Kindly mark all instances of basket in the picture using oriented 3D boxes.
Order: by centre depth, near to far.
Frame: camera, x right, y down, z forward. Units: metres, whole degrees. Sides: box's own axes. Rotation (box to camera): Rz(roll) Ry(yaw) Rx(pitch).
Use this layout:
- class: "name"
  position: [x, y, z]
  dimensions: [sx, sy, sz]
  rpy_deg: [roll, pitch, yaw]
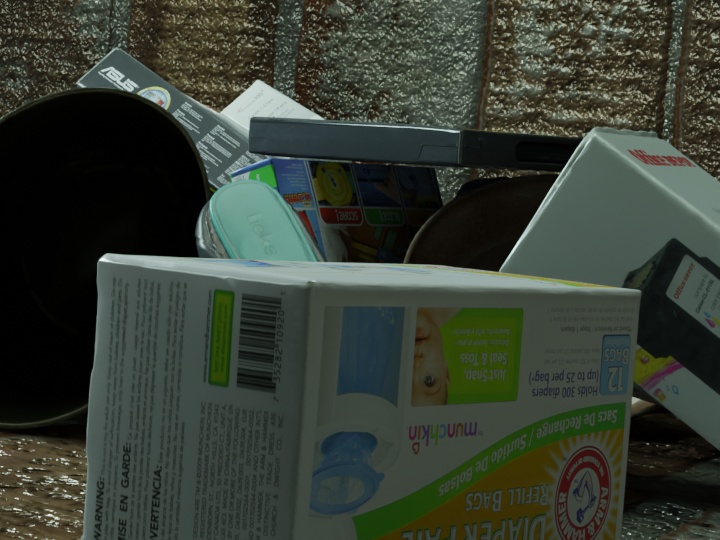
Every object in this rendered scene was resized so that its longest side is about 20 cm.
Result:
- class: "basket"
  position: [-0.142, -0.010, 1.107]
  dimensions: [0.136, 0.181, 0.200]
  rpy_deg: [39, 4, 2]

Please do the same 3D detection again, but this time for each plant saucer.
- class: "plant saucer"
  position: [0.122, 0.024, 1.256]
  dimensions: [0.198, 0.037, 0.202]
  rpy_deg: [2, 47, -2]

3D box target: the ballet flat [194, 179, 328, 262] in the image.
- class: "ballet flat"
  position: [-0.023, 0.046, 0.952]
  dimensions: [0.073, 0.073, 0.201]
  rpy_deg: [2, 43, -36]

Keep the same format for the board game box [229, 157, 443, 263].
- class: "board game box"
  position: [0.000, 0.000, 1.338]
  dimensions: [0.034, 0.137, 0.199]
  rpy_deg: [-17, -9, 31]

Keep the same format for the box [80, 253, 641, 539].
- class: "box"
  position: [0.006, 0.055, 0.759]
  dimensions: [0.101, 0.114, 0.199]
  rpy_deg: [7, 4, 39]

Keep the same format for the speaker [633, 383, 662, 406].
- class: "speaker"
  position: [0.229, 0.053, 1.123]
  dimensions: [0.199, 0.082, 0.081]
  rpy_deg: [16, 10, 32]

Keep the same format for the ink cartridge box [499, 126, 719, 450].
- class: "ink cartridge box"
  position: [0.180, 0.025, 0.983]
  dimensions: [0.200, 0.083, 0.146]
  rpy_deg: [39, 15, 16]

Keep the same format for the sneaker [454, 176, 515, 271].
- class: "sneaker"
  position: [0.079, 0.002, 1.344]
  dimensions: [0.088, 0.079, 0.201]
  rpy_deg: [9, 33, -12]

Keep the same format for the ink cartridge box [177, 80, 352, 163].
- class: "ink cartridge box"
  position: [-0.050, -0.053, 1.524]
  dimensions: [0.045, 0.201, 0.176]
  rpy_deg: [-41, 43, -16]

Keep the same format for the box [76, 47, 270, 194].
- class: "box"
  position: [-0.108, -0.054, 1.514]
  dimensions: [0.199, 0.044, 0.161]
  rpy_deg: [36, -21, 34]

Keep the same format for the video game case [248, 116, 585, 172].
- class: "video game case"
  position: [0.058, -0.078, 1.324]
  dimensions: [0.180, 0.026, 0.199]
  rpy_deg: [1, 5, -42]
